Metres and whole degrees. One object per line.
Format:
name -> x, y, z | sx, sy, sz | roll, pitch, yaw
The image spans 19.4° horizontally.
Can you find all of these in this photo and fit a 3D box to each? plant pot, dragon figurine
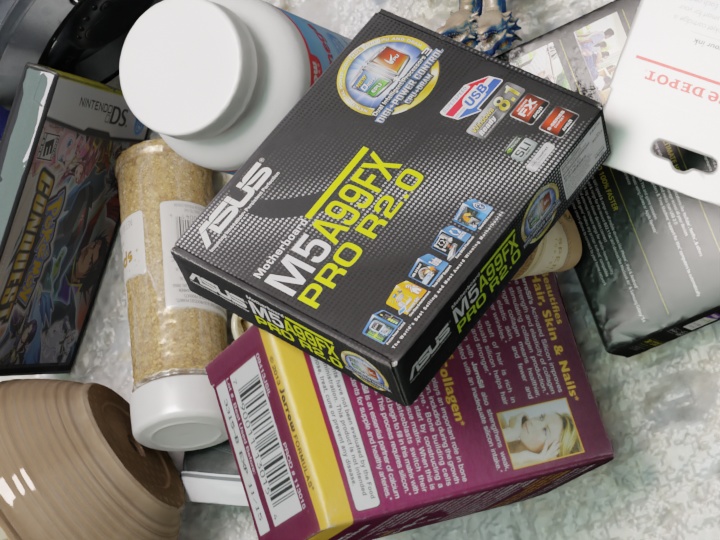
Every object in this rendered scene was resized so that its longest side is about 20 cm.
plant pot -> -0.178, 0.137, 1.342 | 0.093, 0.201, 0.201 | -38, 72, 10
dragon figurine -> 0.087, -0.220, 1.323 | 0.059, 0.099, 0.200 | 2, 48, 27

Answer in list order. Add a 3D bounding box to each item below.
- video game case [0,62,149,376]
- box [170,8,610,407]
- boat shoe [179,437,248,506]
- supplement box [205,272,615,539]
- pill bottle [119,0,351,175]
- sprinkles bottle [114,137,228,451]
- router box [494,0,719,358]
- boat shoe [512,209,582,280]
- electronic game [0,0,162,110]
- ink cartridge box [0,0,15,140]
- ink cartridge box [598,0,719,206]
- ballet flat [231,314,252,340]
video game case -> -0.202, -0.028, 1.374 | 0.025, 0.181, 0.200 | 19, 93, 14
box -> 0.018, -0.040, 1.170 | 0.160, 0.044, 0.200 | 28, 66, 29
boat shoe -> -0.030, 0.124, 1.346 | 0.200, 0.069, 0.057 | -1, 85, 26
supplement box -> 0.029, 0.082, 1.243 | 0.103, 0.200, 0.131 | -41, 63, 59
pill bottle -> -0.064, -0.111, 1.309 | 0.109, 0.200, 0.109 | -2, 85, 24
sprinkles bottle -> -0.121, 0.015, 1.370 | 0.068, 0.068, 0.200 | -18, 63, 22
router box -> 0.185, -0.067, 1.268 | 0.149, 0.051, 0.200 | -24, 76, 19
boat shoe -> 0.061, -0.071, 1.273 | 0.071, 0.064, 0.200 | -52, 55, 34
electronic game -> -0.163, -0.179, 1.361 | 0.042, 0.200, 0.200 | 45, 104, 10
ink cartridge box -> -0.235, -0.172, 1.392 | 0.041, 0.200, 0.200 | 11, 90, 19
ink cartridge box -> 0.220, -0.135, 1.196 | 0.115, 0.068, 0.200 | 22, 93, 22
ballet flat -> 0.000, 0.000, 1.345 | 0.200, 0.069, 0.070 | -30, 74, 19
